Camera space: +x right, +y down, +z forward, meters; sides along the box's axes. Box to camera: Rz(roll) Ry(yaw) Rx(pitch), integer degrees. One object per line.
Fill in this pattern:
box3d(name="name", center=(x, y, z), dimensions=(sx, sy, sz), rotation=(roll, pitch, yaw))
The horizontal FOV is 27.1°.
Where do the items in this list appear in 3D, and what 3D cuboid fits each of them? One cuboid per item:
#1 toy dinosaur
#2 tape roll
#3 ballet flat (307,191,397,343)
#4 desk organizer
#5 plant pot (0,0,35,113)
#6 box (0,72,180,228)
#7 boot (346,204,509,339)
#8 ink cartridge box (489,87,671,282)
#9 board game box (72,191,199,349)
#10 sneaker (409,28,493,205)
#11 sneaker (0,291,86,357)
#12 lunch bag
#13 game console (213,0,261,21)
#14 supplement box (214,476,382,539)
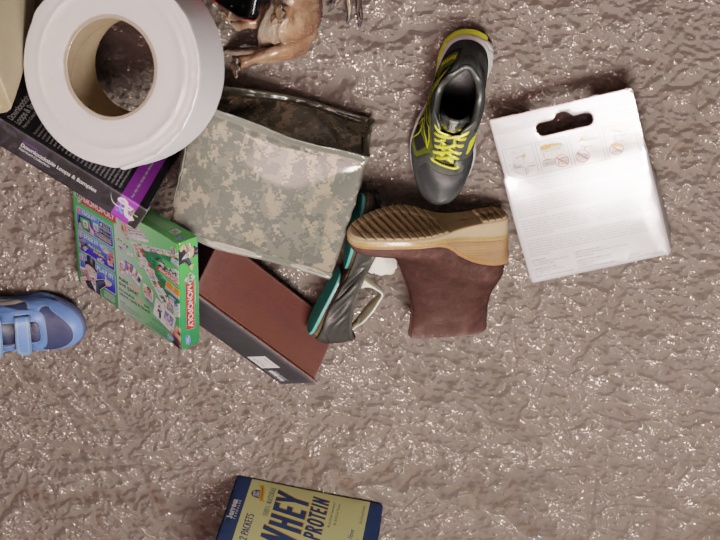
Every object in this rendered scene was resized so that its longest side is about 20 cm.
box3d(name="toy dinosaur", center=(-0.066, -0.263, 1.557), dimensions=(0.200, 0.135, 0.086), rotation=(-46, 61, 47))
box3d(name="tape roll", center=(-0.243, -0.209, 1.535), dimensions=(0.201, 0.071, 0.204), rotation=(3, 101, 16))
box3d(name="ballet flat", center=(0.000, 0.000, 1.700), dimensions=(0.068, 0.068, 0.201), rotation=(15, 123, -13))
box3d(name="desk organizer", center=(-0.126, 0.049, 1.735), dimensions=(0.200, 0.077, 0.071), rotation=(39, 153, -30))
box3d(name="plant pot", center=(-0.432, -0.257, 1.483), dimensions=(0.198, 0.179, 0.200), rotation=(-8, 156, -5))
box3d(name="box", center=(-0.303, -0.141, 1.619), dimensions=(0.199, 0.143, 0.036), rotation=(34, 121, -10))
box3d(name="boot", center=(0.070, 0.012, 1.658), dimensions=(0.198, 0.073, 0.167), rotation=(-4, 127, -21))
box3d(name="ink cartridge box", center=(0.239, -0.096, 1.621), dimensions=(0.160, 0.050, 0.201), rotation=(-12, 113, 15))
box3d(name="board game box", center=(-0.254, -0.012, 1.683), dimensions=(0.199, 0.029, 0.136), rotation=(29, 128, 38))
box3d(name="sneaker", center=(0.091, -0.154, 1.585), dimensions=(0.074, 0.085, 0.201), rotation=(11, 120, 3))
box3d(name="sneaker", center=(-0.430, 0.070, 1.793), dimensions=(0.198, 0.082, 0.075), rotation=(4, 119, 4))
box3d(name="lunch bag", center=(-0.102, -0.103, 1.625), dimensions=(0.198, 0.118, 0.165), rotation=(15, 121, -5))
box3d(name="game console", center=(-0.142, -0.372, 1.481), dimensions=(0.176, 0.031, 0.201), rotation=(34, 125, 26))
box3d(name="supplement box", center=(-0.087, 0.396, 1.892), dimensions=(0.198, 0.135, 0.201), rotation=(10, 121, 3))
